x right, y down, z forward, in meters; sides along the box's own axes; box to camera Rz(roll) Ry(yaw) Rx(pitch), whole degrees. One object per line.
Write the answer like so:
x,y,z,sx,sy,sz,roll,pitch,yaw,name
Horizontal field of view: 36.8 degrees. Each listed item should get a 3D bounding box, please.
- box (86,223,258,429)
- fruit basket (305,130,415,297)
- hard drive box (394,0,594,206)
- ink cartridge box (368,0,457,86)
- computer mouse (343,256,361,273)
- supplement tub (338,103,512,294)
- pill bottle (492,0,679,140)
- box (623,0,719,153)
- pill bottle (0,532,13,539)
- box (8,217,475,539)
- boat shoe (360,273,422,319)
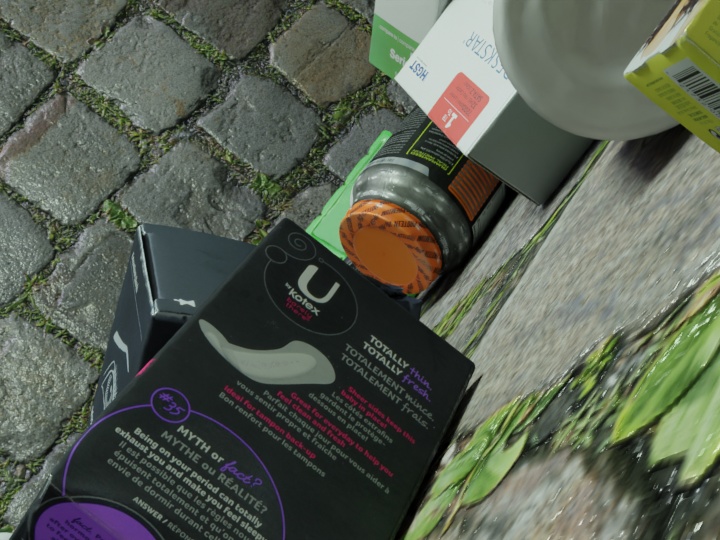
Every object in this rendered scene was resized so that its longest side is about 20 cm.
-0.107,0.093,0.670,0.148,0.104,0.201,-121,47,-64,box
0.047,-0.036,1.253,0.215,0.155,0.217,-23,-53,-34,fruit basket
0.133,-0.170,0.759,0.200,0.077,0.156,-53,31,13,hard drive box
0.096,-0.252,0.857,0.144,0.084,0.201,-18,-46,-30,ink cartridge box
0.000,0.000,1.069,0.199,0.053,0.138,-25,-8,6,computer mouse
0.072,-0.081,0.988,0.200,0.122,0.123,-52,1,-32,supplement tub
0.123,-0.129,0.550,0.111,0.111,0.200,-52,1,14,pill bottle
0.167,-0.130,0.333,0.200,0.050,0.075,-52,1,0,box
-0.213,0.233,0.663,0.110,0.200,0.110,-52,1,1,pill bottle
-0.050,0.089,0.467,0.106,0.122,0.200,-51,1,37,box
-0.017,0.095,0.735,0.075,0.092,0.201,38,117,57,boat shoe
